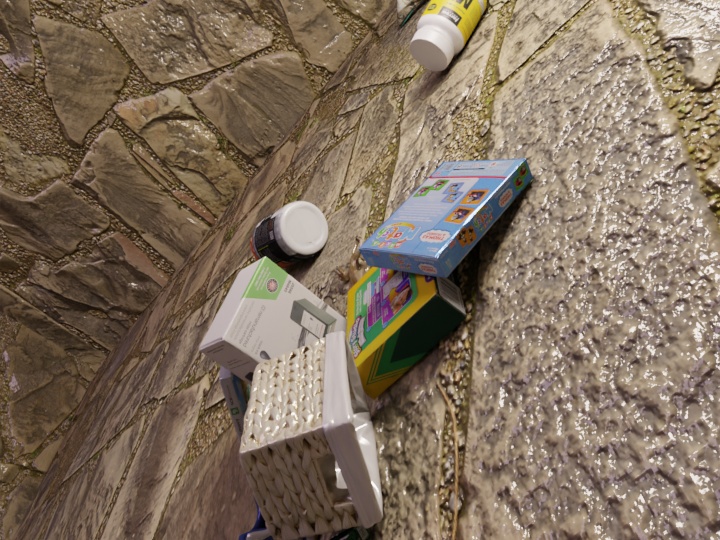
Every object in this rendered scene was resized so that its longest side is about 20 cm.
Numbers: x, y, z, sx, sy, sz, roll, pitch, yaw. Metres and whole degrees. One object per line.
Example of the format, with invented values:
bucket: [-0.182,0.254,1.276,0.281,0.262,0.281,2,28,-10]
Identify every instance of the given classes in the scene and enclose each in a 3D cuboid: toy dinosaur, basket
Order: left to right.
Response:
basket: [-0.054,0.180,0.739,0.122,0.137,0.200,-16,21,2]
toy dinosaur: [0.000,0.000,1.122,0.200,0.058,0.102,-137,68,-77]

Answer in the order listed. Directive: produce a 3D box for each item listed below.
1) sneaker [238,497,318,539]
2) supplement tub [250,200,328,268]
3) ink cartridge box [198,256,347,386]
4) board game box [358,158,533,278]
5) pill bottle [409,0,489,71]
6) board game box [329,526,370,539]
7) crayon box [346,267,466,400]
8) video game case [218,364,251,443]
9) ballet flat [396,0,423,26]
sneaker: [-0.083,0.262,0.817,0.075,0.088,0.201,-37,25,41]
supplement tub: [-0.166,-0.074,1.482,0.199,0.122,0.124,-18,41,57]
ink cartridge box: [-0.111,0.102,0.971,0.084,0.199,0.147,-24,35,48]
board game box: [0.111,-0.075,0.872,0.200,0.037,0.150,-45,30,-25]
pill bottle: [0.193,-0.542,1.442,0.202,0.114,0.114,-60,21,-16]
board game box: [-0.086,0.333,0.691,0.199,0.024,0.105,-38,-12,19]
crayon box: [0.054,0.046,0.900,0.173,0.058,0.201,-46,21,24]
video game case: [-0.187,0.195,1.062,0.022,0.184,0.200,-13,24,-2]
ballet flat: [0.159,-0.839,2.039,0.199,0.075,0.068,-31,31,47]
